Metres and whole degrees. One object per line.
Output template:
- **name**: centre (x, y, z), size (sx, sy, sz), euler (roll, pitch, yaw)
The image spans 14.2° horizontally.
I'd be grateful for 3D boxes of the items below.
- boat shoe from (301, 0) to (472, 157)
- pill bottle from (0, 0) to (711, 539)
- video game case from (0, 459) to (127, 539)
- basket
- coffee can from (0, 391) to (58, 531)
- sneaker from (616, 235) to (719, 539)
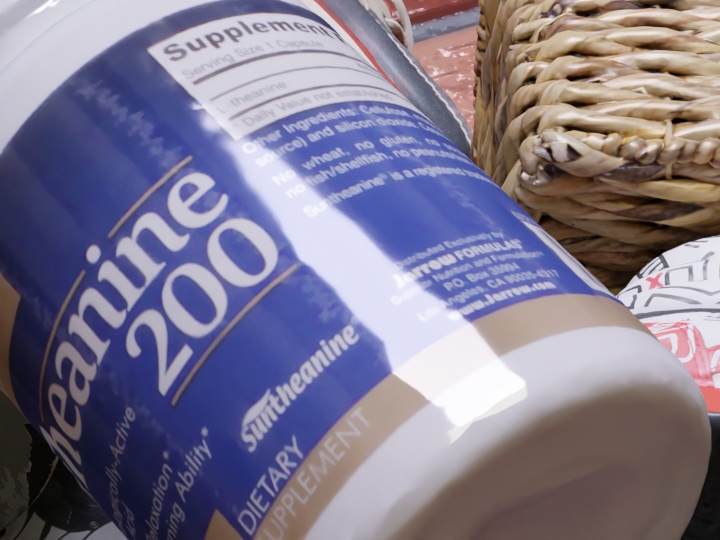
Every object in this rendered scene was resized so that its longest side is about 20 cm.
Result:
- **boat shoe**: centre (-0.018, -0.087, 1.012), size (0.063, 0.071, 0.200), euler (-19, 44, -32)
- **pill bottle**: centre (-0.026, 0.004, 0.637), size (0.111, 0.111, 0.200), euler (-22, 51, -31)
- **video game case**: centre (-0.077, 0.073, 0.841), size (0.200, 0.036, 0.181), euler (22, 41, 14)
- **basket**: centre (0.131, -0.028, 0.806), size (0.200, 0.143, 0.149), euler (1, 44, -2)
- **coffee can**: centre (-0.120, -0.037, 0.822), size (0.146, 0.147, 0.200), euler (15, 41, 7)
- **sneaker**: centre (0.142, 0.033, 0.673), size (0.201, 0.067, 0.108), euler (2, 25, 20)
